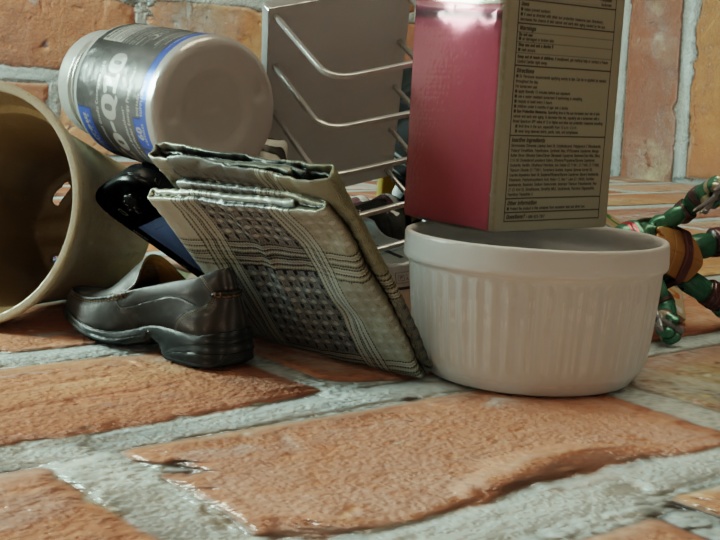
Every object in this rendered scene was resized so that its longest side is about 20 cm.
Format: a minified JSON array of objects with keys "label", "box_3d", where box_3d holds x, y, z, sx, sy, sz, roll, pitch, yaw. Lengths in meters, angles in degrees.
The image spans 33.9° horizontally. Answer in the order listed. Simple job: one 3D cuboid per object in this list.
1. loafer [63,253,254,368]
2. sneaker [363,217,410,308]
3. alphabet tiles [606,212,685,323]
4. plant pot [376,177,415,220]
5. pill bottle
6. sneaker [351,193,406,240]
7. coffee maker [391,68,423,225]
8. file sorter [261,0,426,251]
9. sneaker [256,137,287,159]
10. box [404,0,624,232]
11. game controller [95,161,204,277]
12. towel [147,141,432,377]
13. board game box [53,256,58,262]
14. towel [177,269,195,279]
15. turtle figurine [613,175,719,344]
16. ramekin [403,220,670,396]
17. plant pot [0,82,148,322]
[{"label":"loafer","box_3d":[-0.159,0.023,0.923,0.198,0.074,0.072,8,11,36]},{"label":"sneaker","box_3d":[0.000,0.000,1.111,0.072,0.072,0.200,-13,22,-21]},{"label":"alphabet tiles","box_3d":[0.251,-0.021,1.175,0.166,0.008,0.200,34,24,-1]},{"label":"plant pot","box_3d":[0.145,-0.116,1.575,0.193,0.198,0.200,6,3,21]},{"label":"pill bottle","box_3d":[-0.169,-0.145,0.984,0.113,0.116,0.199,-4,15,-37]},{"label":"sneaker","box_3d":[-0.024,-0.035,1.241,0.114,0.077,0.200,-10,5,-15]},{"label":"coffee maker","box_3d":[0.112,-0.106,1.238,0.190,0.136,0.200,13,-17,29]},{"label":"file sorter","box_3d":[-0.002,-0.124,1.025,0.137,0.202,0.125,-15,44,-23]},{"label":"sneaker","box_3d":[-0.092,-0.048,1.038,0.073,0.081,0.200,15,-24,-9]},{"label":"box","box_3d":[0.116,-0.136,0.903,0.126,0.203,0.108,-3,11,-36]},{"label":"game controller","box_3d":[-0.125,-0.016,0.970,0.199,0.042,0.104,37,-32,-21]},{"label":"towel","box_3d":[-0.056,-0.004,0.850,0.191,0.201,0.035,12,51,41]},{"label":"board game box","box_3d":[-0.263,-0.044,1.261,0.156,0.039,0.199,-18,1,26]},{"label":"towel","box_3d":[-0.121,0.019,1.129,0.197,0.024,0.153,4,9,11]},{"label":"turtle figurine","box_3d":[0.288,-0.013,1.055,0.198,0.152,0.100,13,7,-36]},{"label":"ramekin","box_3d":[0.128,0.024,0.888,0.197,0.107,0.200,3,9,0]},{"label":"plant pot","box_3d":[-0.286,-0.050,1.054,0.197,0.204,0.183,5,-2,20]}]
